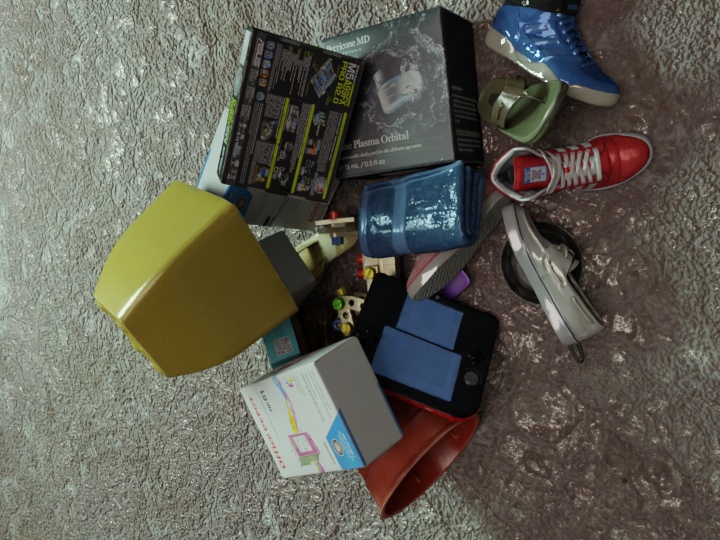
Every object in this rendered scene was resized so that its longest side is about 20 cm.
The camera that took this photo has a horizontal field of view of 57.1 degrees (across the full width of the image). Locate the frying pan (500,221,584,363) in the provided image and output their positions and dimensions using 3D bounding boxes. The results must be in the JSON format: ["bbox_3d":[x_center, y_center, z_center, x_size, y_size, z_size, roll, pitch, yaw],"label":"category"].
[{"bbox_3d":[0.274,0.017,0.905,0.190,0.031,0.115,47,118,13],"label":"frying pan"}]

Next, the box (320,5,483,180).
[{"bbox_3d":[0.059,-0.241,0.946,0.194,0.117,0.204,-4,95,32],"label":"box"}]

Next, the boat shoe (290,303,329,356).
[{"bbox_3d":[-0.062,0.153,1.102,0.070,0.069,0.204,-132,28,-64],"label":"boat shoe"}]

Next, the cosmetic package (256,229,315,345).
[{"bbox_3d":[-0.149,0.033,1.091,0.102,0.071,0.200,55,151,12],"label":"cosmetic package"}]

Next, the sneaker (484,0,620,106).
[{"bbox_3d":[0.259,-0.298,0.837,0.200,0.076,0.112,42,126,26],"label":"sneaker"}]

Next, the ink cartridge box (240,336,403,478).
[{"bbox_3d":[-0.058,0.190,0.891,0.199,0.084,0.147,-27,90,49],"label":"ink cartridge box"}]

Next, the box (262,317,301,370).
[{"bbox_3d":[-0.124,0.132,1.072,0.048,0.201,0.084,-17,68,-8],"label":"box"}]

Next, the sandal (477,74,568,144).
[{"bbox_3d":[0.191,-0.212,0.841,0.081,0.057,0.201,-66,24,8],"label":"sandal"}]

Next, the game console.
[{"bbox_3d":[0.087,0.104,0.931,0.197,0.179,0.031,21,149,3],"label":"game console"}]

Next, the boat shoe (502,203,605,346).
[{"bbox_3d":[0.251,-0.003,0.861,0.065,0.072,0.203,-27,84,25],"label":"boat shoe"}]

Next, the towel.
[{"bbox_3d":[0.074,-0.078,0.910,0.198,0.048,0.114,-5,76,44],"label":"towel"}]

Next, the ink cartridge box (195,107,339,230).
[{"bbox_3d":[-0.134,-0.150,1.023,0.086,0.198,0.148,44,117,34],"label":"ink cartridge box"}]

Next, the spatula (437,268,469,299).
[{"bbox_3d":[0.089,0.055,1.029,0.200,0.020,0.057,-46,76,29],"label":"spatula"}]

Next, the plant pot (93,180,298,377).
[{"bbox_3d":[-0.245,0.025,0.918,0.194,0.200,0.196,24,149,49],"label":"plant pot"}]

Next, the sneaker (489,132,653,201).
[{"bbox_3d":[0.261,-0.131,0.841,0.197,0.112,0.073,-8,94,32],"label":"sneaker"}]

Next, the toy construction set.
[{"bbox_3d":[0.000,0.000,1.037,0.129,0.092,0.204,-4,107,26],"label":"toy construction set"}]

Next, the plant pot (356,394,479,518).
[{"bbox_3d":[0.041,0.223,0.996,0.195,0.199,0.203,43,117,27],"label":"plant pot"}]

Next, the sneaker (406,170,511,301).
[{"bbox_3d":[0.116,-0.058,0.951,0.105,0.075,0.201,44,101,26],"label":"sneaker"}]

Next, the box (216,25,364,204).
[{"bbox_3d":[-0.096,-0.203,0.892,0.044,0.157,0.203,-130,52,-59],"label":"box"}]

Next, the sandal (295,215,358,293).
[{"bbox_3d":[-0.087,-0.018,1.097,0.211,0.069,0.078,-39,77,30],"label":"sandal"}]
